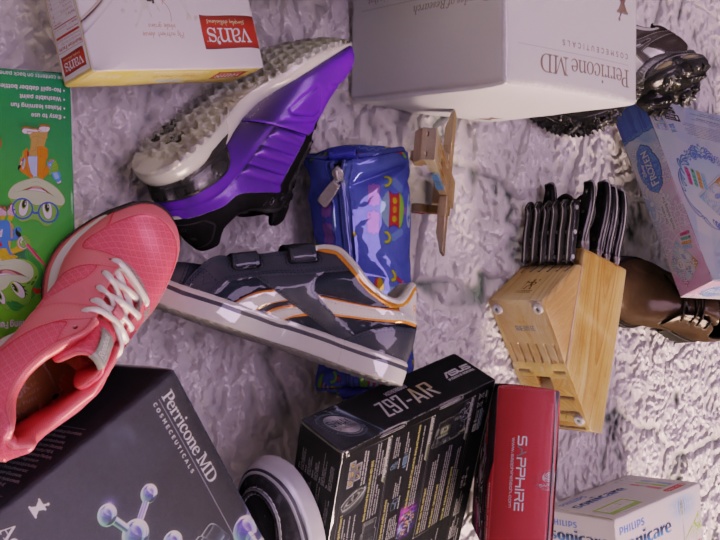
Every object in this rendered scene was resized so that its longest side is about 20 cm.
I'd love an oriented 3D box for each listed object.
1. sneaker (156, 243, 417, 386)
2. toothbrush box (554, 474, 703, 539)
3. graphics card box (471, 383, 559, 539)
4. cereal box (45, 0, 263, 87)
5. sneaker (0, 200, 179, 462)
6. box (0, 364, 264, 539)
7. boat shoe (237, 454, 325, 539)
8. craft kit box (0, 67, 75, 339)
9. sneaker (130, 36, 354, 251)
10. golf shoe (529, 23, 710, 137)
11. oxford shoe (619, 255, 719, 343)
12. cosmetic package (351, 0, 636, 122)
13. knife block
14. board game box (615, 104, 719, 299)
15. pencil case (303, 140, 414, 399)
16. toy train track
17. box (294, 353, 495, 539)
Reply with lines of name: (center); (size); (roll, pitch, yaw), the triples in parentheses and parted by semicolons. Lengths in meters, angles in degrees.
sneaker: (-0.055, 0.015, 0.827); (0.199, 0.078, 0.080); (18, 83, -14)
toothbrush box: (0.254, 0.309, 1.139); (0.145, 0.086, 0.201); (-7, 93, -43)
graphics card box: (0.120, 0.153, 0.957); (0.200, 0.050, 0.126); (54, 39, -85)
cereal box: (-0.145, -0.220, 0.780); (0.143, 0.039, 0.201); (-13, 88, -47)
sneaker: (-0.158, 0.039, 0.701); (0.200, 0.086, 0.074); (-53, 124, -30)
box: (-0.177, 0.173, 0.723); (0.200, 0.107, 0.149); (-41, 115, -36)
boat shoe: (-0.073, 0.227, 0.824); (0.068, 0.071, 0.201); (-19, 121, -53)
craft kit box: (-0.260, -0.021, 0.694); (0.199, 0.048, 0.199); (-3, 94, -43)
sneaker: (-0.070, -0.088, 0.860); (0.200, 0.069, 0.100); (-43, 124, -30)
golf shoe: (0.228, -0.187, 1.141); (0.199, 0.078, 0.095); (-12, 57, -26)
oxford shoe: (0.309, 0.028, 1.196); (0.199, 0.084, 0.073); (14, 82, -40)
cosmetic package: (0.106, -0.229, 0.953); (0.167, 0.166, 0.201); (0, 90, -43)
knife block: (0.203, 0.023, 1.109); (0.175, 0.064, 0.201); (-38, 114, -36)
board game box: (0.359, -0.067, 1.221); (0.199, 0.043, 0.200); (4, 61, -42)
pencil case: (0.000, 0.000, 0.909); (0.087, 0.078, 0.201); (-5, 93, -67)
toy train track: (0.051, -0.076, 0.932); (0.200, 0.032, 0.116); (42, 53, -80)
box: (0.017, 0.176, 0.890); (0.160, 0.043, 0.201); (-19, 129, -41)
